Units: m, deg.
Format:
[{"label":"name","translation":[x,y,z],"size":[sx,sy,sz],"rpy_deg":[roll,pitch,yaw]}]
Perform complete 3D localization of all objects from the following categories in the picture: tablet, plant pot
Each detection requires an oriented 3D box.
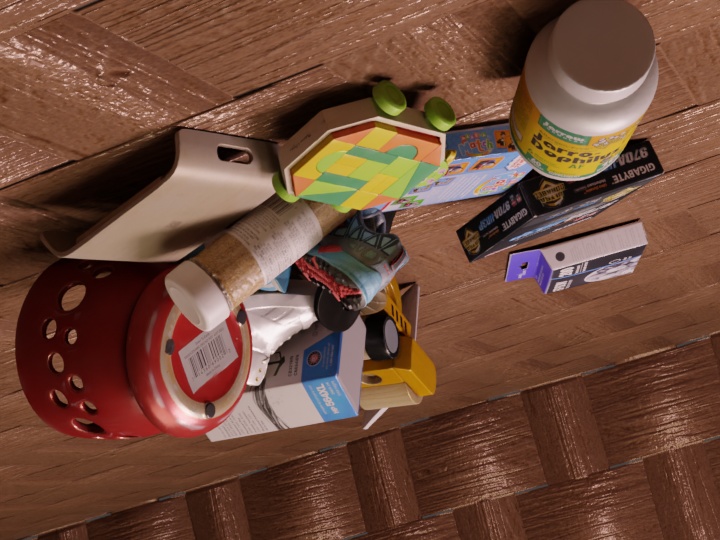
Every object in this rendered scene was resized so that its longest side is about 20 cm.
[{"label":"tablet","translation":[0.043,0.122,2.038],"size":[0.014,0.200,0.130],"rpy_deg":[27,130,-17]},{"label":"plant pot","translation":[-0.227,0.077,1.466],"size":[0.182,0.201,0.200],"rpy_deg":[-3,176,36]}]

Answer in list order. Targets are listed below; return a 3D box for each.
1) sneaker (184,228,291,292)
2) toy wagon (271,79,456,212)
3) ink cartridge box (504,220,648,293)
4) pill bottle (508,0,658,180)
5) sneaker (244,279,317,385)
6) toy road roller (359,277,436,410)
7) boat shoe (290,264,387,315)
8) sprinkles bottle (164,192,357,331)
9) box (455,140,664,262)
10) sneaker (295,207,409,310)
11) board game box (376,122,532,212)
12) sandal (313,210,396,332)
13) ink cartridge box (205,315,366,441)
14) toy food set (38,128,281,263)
[{"label":"sneaker","translation":[-0.128,-0.017,1.571],"size":[0.081,0.077,0.200],"rpy_deg":[7,178,17]},{"label":"toy wagon","translation":[0.020,-0.106,1.312],"size":[0.200,0.040,0.155],"rpy_deg":[10,143,-44]},{"label":"ink cartridge box","translation":[0.320,-0.010,2.118],"size":[0.200,0.043,0.198],"rpy_deg":[-13,167,1]},{"label":"pill bottle","translation":[0.193,-0.157,1.215],"size":[0.113,0.113,0.200],"rpy_deg":[-13,167,-4]},{"label":"sneaker","translation":[-0.107,0.075,1.654],"size":[0.200,0.116,0.074],"rpy_deg":[-5,-164,-29]},{"label":"toy road roller","translation":[0.016,0.083,1.874],"size":[0.123,0.146,0.200],"rpy_deg":[-9,145,23]},{"label":"boat shoe","translation":[-0.065,0.021,1.777],"size":[0.200,0.065,0.073],"rpy_deg":[1,140,3]},{"label":"sprinkles bottle","translation":[-0.095,-0.025,1.376],"size":[0.200,0.068,0.068],"rpy_deg":[-39,176,-20]},{"label":"box","translation":[0.232,-0.081,1.648],"size":[0.200,0.046,0.159],"rpy_deg":[-19,171,-29]},{"label":"sneaker","translation":[-0.017,-0.029,1.461],"size":[0.095,0.200,0.079],"rpy_deg":[-36,128,-13]},{"label":"board game box","translation":[0.088,-0.106,1.480],"size":[0.200,0.037,0.151],"rpy_deg":[-9,166,-19]},{"label":"sandal","translation":[0.000,0.000,1.599],"size":[0.075,0.045,0.200],"rpy_deg":[-16,139,-39]},{"label":"ink cartridge box","translation":[-0.103,0.115,1.726],"size":[0.200,0.146,0.084],"rpy_deg":[-12,134,16]},{"label":"toy food set","translation":[-0.185,-0.069,1.326],"size":[0.200,0.060,0.143],"rpy_deg":[-33,159,31]}]
